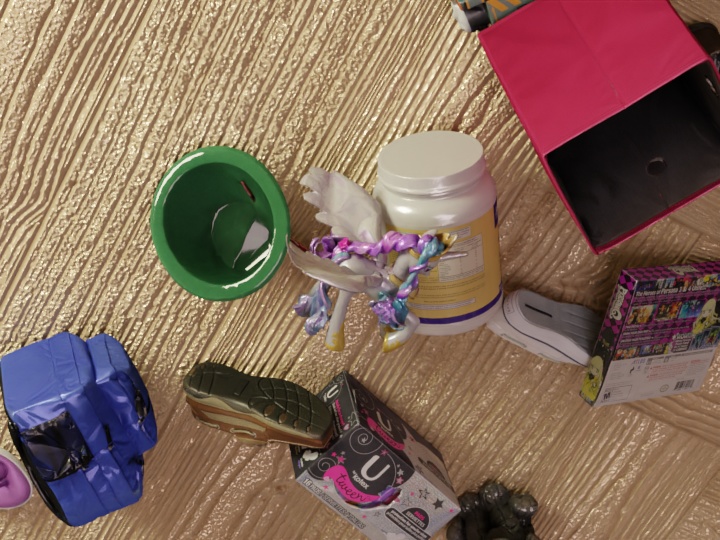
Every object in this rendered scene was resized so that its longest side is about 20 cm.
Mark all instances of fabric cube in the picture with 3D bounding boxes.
[{"bbox_3d":[0.272,-0.182,1.466,0.198,0.201,0.197,-29,139,9],"label":"fabric cube"}]

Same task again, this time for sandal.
[{"bbox_3d":[-0.489,0.237,1.667,0.082,0.050,0.203,-38,118,11],"label":"sandal"}]

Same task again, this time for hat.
[{"bbox_3d":[-0.133,-0.040,1.605,0.165,0.176,0.202,-34,81,11],"label":"hat"}]

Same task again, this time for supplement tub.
[{"bbox_3d":[0.089,-0.043,1.570,0.143,0.146,0.203,-10,120,-5],"label":"supplement tub"}]

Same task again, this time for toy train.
[{"bbox_3d":[0.180,-0.332,1.473,0.198,0.086,0.115,-24,129,3],"label":"toy train"}]

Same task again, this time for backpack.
[{"bbox_3d":[-0.324,0.194,1.612,0.165,0.163,0.202,-18,119,-4],"label":"backpack"}]

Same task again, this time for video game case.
[{"bbox_3d":[0.380,0.078,1.712,0.198,0.036,0.184,-5,121,-34],"label":"video game case"}]

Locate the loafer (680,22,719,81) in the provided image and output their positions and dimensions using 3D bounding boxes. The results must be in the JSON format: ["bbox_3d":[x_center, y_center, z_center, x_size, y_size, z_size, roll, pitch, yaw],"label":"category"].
[{"bbox_3d":[0.394,-0.184,1.593,0.072,0.072,0.203,-8,119,-6],"label":"loafer"}]

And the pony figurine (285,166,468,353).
[{"bbox_3d":[0.000,0.000,1.483,0.191,0.168,0.201,21,135,-8],"label":"pony figurine"}]

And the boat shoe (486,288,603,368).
[{"bbox_3d":[0.243,0.077,1.716,0.198,0.074,0.066,28,142,-30],"label":"boat shoe"}]

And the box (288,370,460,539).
[{"bbox_3d":[0.016,0.248,1.719,0.115,0.133,0.200,-43,116,12],"label":"box"}]

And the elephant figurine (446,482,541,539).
[{"bbox_3d":[0.190,0.390,1.788,0.153,0.201,0.143,23,112,-21],"label":"elephant figurine"}]

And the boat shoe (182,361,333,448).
[{"bbox_3d":[-0.125,0.175,1.661,0.197,0.076,0.075,19,129,20],"label":"boat shoe"}]
